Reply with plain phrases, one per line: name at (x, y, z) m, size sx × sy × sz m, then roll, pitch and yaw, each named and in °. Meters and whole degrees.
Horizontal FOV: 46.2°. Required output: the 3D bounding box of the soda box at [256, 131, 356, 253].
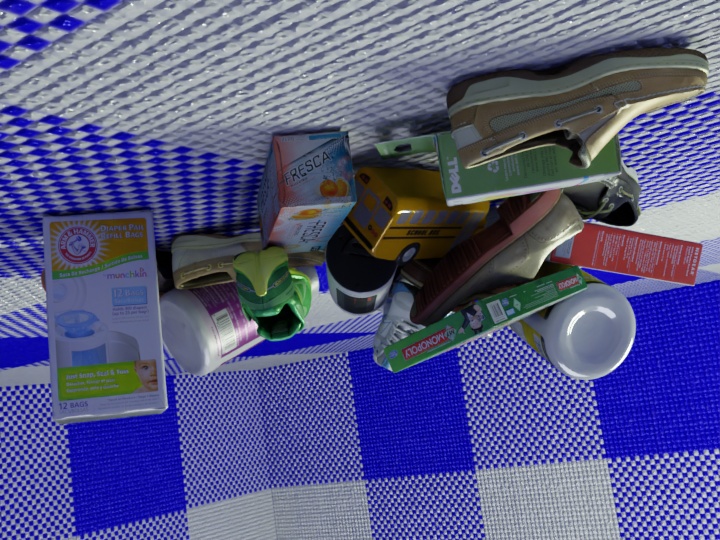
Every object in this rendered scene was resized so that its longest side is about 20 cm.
soda box at (-0.055, -0.066, 0.784) m, size 0.067 × 0.065 × 0.200 m, roll -6°, pitch 171°, yaw -12°

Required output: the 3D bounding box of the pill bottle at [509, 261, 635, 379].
pill bottle at (0.239, 0.047, 1.026) m, size 0.110 × 0.114 × 0.200 m, roll -6°, pitch -164°, yaw -10°

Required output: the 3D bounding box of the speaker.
speaker at (0.000, 0.000, 0.971) m, size 0.080 × 0.083 × 0.200 m, roll -8°, pitch 170°, yaw -3°

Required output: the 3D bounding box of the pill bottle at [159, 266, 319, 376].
pill bottle at (-0.151, 0.042, 1.081) m, size 0.199 × 0.114 × 0.112 m, roll -29°, pitch -175°, yaw -36°

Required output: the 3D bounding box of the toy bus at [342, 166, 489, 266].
toy bus at (0.064, -0.057, 0.853) m, size 0.198 × 0.065 × 0.079 m, roll -5°, pitch 134°, yaw -49°

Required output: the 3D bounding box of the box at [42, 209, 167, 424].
box at (-0.263, 0.049, 0.867) m, size 0.111 × 0.203 × 0.101 m, roll -3°, pitch 169°, yaw -17°

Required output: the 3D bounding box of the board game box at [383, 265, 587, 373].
board game box at (0.133, 0.048, 0.869) m, size 0.134 × 0.029 × 0.199 m, roll -32°, pitch 168°, yaw 40°

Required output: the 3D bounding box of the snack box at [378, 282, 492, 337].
snack box at (0.074, 0.044, 1.084) m, size 0.198 × 0.025 × 0.072 m, roll 12°, pitch 160°, yaw 40°

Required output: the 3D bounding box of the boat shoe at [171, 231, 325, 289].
boat shoe at (-0.130, -0.006, 0.979) m, size 0.197 × 0.068 × 0.074 m, roll -1°, pitch 168°, yaw 22°

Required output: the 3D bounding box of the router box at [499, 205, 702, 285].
router box at (0.273, -0.033, 1.010) m, size 0.177 × 0.050 × 0.200 m, roll 9°, pitch -174°, yaw -11°

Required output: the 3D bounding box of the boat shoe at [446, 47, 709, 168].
boat shoe at (0.167, -0.115, 0.641) m, size 0.197 × 0.077 × 0.072 m, roll -10°, pitch 171°, yaw 7°

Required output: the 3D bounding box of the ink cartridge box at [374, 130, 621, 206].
ink cartridge box at (0.116, -0.093, 0.738) m, size 0.197 × 0.060 × 0.104 m, roll -9°, pitch -179°, yaw 6°

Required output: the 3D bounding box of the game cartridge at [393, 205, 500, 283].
game cartridge at (0.107, -0.026, 1.068) m, size 0.131 × 0.041 × 0.200 m, roll -14°, pitch 168°, yaw -12°

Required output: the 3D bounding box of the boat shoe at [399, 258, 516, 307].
boat shoe at (0.118, -0.003, 0.964) m, size 0.199 × 0.068 × 0.072 m, roll 5°, pitch -154°, yaw -50°

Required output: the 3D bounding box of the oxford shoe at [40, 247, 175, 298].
oxford shoe at (-0.284, -0.001, 1.011) m, size 0.073 × 0.072 × 0.199 m, roll -36°, pitch 163°, yaw 36°

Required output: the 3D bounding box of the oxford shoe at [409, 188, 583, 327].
oxford shoe at (0.134, -0.001, 0.834) m, size 0.200 × 0.075 × 0.071 m, roll -42°, pitch -160°, yaw 20°

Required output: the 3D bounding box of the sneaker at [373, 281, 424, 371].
sneaker at (0.054, 0.077, 1.018) m, size 0.074 × 0.088 × 0.200 m, roll 26°, pitch 162°, yaw 2°

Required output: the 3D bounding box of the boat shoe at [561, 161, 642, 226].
boat shoe at (0.270, -0.088, 0.948) m, size 0.071 × 0.061 × 0.201 m, roll -15°, pitch 169°, yaw 33°

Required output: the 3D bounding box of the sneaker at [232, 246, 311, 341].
sneaker at (-0.093, 0.035, 0.882) m, size 0.073 × 0.085 × 0.200 m, roll -8°, pitch 167°, yaw 5°
